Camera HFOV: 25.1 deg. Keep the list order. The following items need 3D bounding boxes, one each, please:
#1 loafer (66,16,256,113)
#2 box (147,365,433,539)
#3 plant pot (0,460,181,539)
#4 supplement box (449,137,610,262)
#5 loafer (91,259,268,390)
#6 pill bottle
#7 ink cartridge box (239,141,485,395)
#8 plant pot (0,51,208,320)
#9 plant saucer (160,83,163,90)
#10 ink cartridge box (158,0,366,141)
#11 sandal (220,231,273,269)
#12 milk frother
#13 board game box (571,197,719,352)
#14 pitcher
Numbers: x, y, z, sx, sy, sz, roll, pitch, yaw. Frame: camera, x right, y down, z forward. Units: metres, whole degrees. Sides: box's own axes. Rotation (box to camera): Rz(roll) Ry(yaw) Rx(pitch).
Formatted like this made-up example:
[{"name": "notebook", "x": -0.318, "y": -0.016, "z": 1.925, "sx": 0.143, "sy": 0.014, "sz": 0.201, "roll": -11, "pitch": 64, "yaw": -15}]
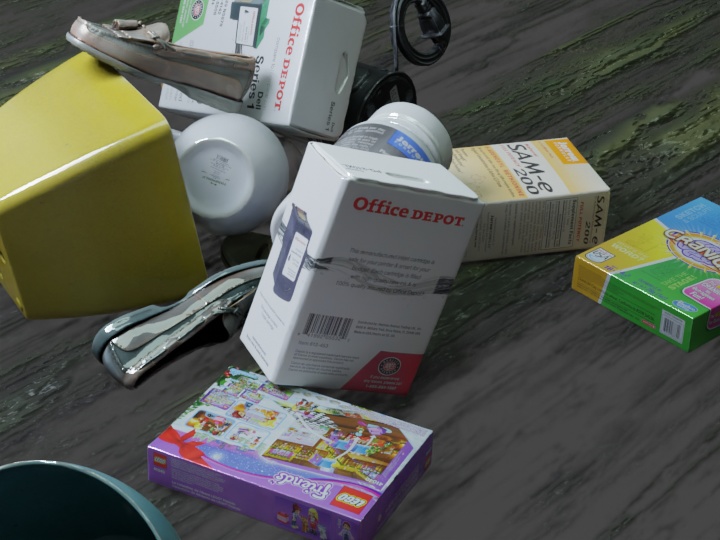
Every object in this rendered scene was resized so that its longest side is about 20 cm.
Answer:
[{"name": "loafer", "x": -0.193, "y": -0.217, "z": 1.598, "sx": 0.200, "sy": 0.063, "sz": 0.072, "roll": 20, "pitch": 14, "yaw": -35}, {"name": "box", "x": -0.058, "y": 0.154, "z": 1.348, "sx": 0.200, "sy": 0.039, "sz": 0.137, "roll": 16, "pitch": 33, "yaw": 22}, {"name": "plant pot", "x": -0.190, "y": 0.229, "z": 1.101, "sx": 0.200, "sy": 0.201, "sz": 0.135, "roll": 12, "pitch": -2, "yaw": 17}, {"name": "supplement box", "x": 0.146, "y": -0.075, "z": 1.708, "sx": 0.199, "sy": 0.074, "sz": 0.126, "roll": -7, "pitch": 33, "yaw": -15}, {"name": "loafer", "x": -0.147, "y": 0.055, "z": 1.498, "sx": 0.200, "sy": 0.072, "sz": 0.063, "roll": -24, "pitch": 59, "yaw": -25}, {"name": "pill bottle", "x": 0.007, "y": -0.074, "z": 1.563, "sx": 0.113, "sy": 0.114, "sz": 0.200, "roll": 15, "pitch": 41, "yaw": 21}, {"name": "ink cartridge box", "x": 0.000, "y": 0.000, "z": 1.418, "sx": 0.144, "sy": 0.200, "sz": 0.084, "roll": 8, "pitch": 24, "yaw": -31}, {"name": "plant pot", "x": -0.283, "y": -0.067, "z": 1.574, "sx": 0.176, "sy": 0.200, "sz": 0.200, "roll": -24, "pitch": 38, "yaw": -19}, {"name": "plant saucer", "x": -0.150, "y": -0.250, "z": 2.022, "sx": 0.199, "sy": 0.038, "sz": 0.200, "roll": 2, "pitch": 31, "yaw": -1}, {"name": "ink cartridge box", "x": -0.106, "y": -0.224, "z": 1.724, "sx": 0.200, "sy": 0.147, "sz": 0.084, "roll": 11, "pitch": 0, "yaw": 39}, {"name": "sandal", "x": -0.049, "y": -0.006, "z": 1.597, "sx": 0.201, "sy": 0.057, "sz": 0.080, "roll": 20, "pitch": 35, "yaw": 30}, {"name": "milk frother", "x": -0.018, "y": -0.240, "z": 1.867, "sx": 0.188, "sy": 0.181, "sz": 0.200, "roll": 23, "pitch": 42, "yaw": 30}, {"name": "board game box", "x": 0.335, "y": 0.000, "z": 1.625, "sx": 0.200, "sy": 0.040, "sz": 0.153, "roll": -24, "pitch": 39, "yaw": -36}, {"name": "pitcher", "x": -0.152, "y": -0.108, "z": 1.652, "sx": 0.171, "sy": 0.122, "sz": 0.200, "roll": 17, "pitch": 9, "yaw": 4}]
